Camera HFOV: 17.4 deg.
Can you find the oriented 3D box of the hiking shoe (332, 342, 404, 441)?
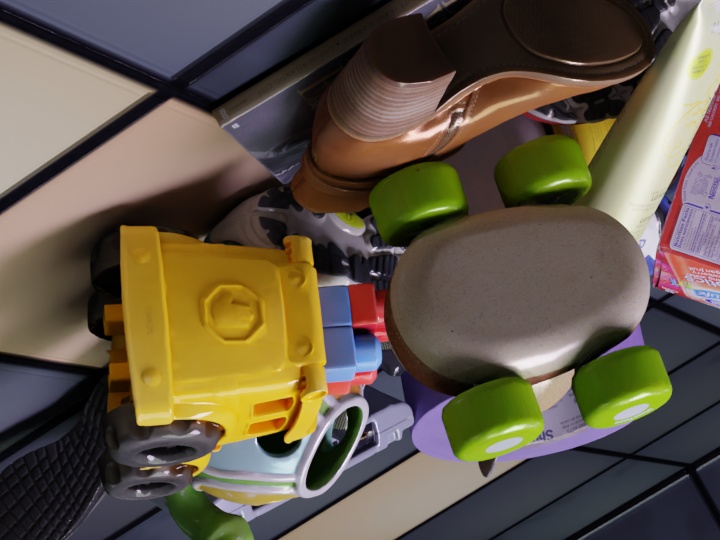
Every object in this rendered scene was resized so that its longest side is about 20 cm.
[{"bbox_3d":[-0.048,0.092,1.768,0.199,0.101,0.076,-33,163,14],"label":"hiking shoe"}]

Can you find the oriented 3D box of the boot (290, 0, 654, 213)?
[{"bbox_3d":[0.061,-0.092,1.356,0.199,0.077,0.155,-18,159,-28],"label":"boot"}]

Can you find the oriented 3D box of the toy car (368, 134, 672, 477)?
[{"bbox_3d":[0.075,0.043,1.398,0.157,0.165,0.200,-12,160,-18],"label":"toy car"}]

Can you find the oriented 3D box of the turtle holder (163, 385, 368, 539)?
[{"bbox_3d":[-0.078,0.105,1.600,0.186,0.131,0.141,-55,157,-9],"label":"turtle holder"}]

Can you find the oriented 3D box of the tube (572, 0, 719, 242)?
[{"bbox_3d":[0.176,-0.088,1.377,0.052,0.058,0.201,16,125,-14],"label":"tube"}]

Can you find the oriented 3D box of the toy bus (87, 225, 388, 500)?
[{"bbox_3d":[-0.072,0.055,1.455,0.190,0.137,0.200,-4,160,-11],"label":"toy bus"}]

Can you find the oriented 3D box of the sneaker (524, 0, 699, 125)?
[{"bbox_3d":[0.166,-0.137,1.456,0.199,0.077,0.085,-29,175,-27],"label":"sneaker"}]

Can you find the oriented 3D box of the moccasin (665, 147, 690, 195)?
[{"bbox_3d":[0.219,-0.086,1.732,0.080,0.069,0.200,-22,161,-20],"label":"moccasin"}]

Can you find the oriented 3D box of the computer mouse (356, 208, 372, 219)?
[{"bbox_3d":[0.000,0.000,1.655,0.139,0.046,0.200,-20,155,5],"label":"computer mouse"}]

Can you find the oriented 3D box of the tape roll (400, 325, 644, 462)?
[{"bbox_3d":[0.131,0.079,1.879,0.198,0.086,0.200,-8,157,-3],"label":"tape roll"}]

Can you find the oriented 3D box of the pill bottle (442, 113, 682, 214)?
[{"bbox_3d":[0.126,-0.075,1.524,0.112,0.113,0.199,-40,161,35],"label":"pill bottle"}]

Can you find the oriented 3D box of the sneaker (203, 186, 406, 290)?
[{"bbox_3d":[-0.017,0.001,1.537,0.199,0.078,0.079,26,142,-37],"label":"sneaker"}]

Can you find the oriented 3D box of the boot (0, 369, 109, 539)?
[{"bbox_3d":[-0.185,0.146,1.709,0.200,0.070,0.132,-42,163,6],"label":"boot"}]

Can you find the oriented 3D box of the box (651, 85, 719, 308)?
[{"bbox_3d":[0.276,-0.076,1.611,0.096,0.099,0.201,75,33,-73],"label":"box"}]

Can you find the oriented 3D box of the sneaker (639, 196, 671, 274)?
[{"bbox_3d":[0.216,-0.007,1.959,0.114,0.081,0.200,-22,162,-15],"label":"sneaker"}]

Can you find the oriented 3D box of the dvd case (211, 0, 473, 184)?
[{"bbox_3d":[0.020,-0.121,1.373,0.199,0.016,0.149,-31,164,5],"label":"dvd case"}]

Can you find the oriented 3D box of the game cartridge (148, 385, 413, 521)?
[{"bbox_3d":[-0.074,0.134,1.831,0.199,0.041,0.133,-26,-156,-31],"label":"game cartridge"}]
